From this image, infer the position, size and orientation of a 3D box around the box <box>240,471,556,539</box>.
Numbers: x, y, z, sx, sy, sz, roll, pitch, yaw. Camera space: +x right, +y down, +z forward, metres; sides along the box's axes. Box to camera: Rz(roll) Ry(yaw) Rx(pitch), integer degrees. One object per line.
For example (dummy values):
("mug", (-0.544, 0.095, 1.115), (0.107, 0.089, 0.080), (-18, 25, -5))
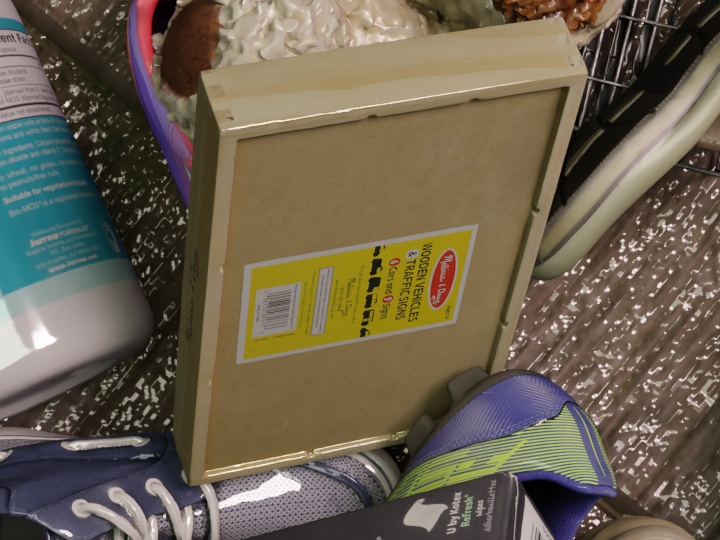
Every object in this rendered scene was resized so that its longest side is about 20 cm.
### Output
("box", (-0.016, 0.167, 0.671), (0.199, 0.106, 0.122), (-17, 124, 23))

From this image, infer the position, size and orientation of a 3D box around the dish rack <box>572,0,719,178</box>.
("dish rack", (0.166, -0.098, 0.777), (0.199, 0.055, 0.154), (15, 86, 6))

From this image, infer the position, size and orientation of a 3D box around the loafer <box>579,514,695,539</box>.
("loafer", (0.071, 0.174, 0.762), (0.076, 0.068, 0.200), (41, 106, -2))

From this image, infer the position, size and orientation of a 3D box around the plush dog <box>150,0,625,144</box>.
("plush dog", (0.035, -0.103, 0.711), (0.171, 0.200, 0.161), (-30, 119, 23))

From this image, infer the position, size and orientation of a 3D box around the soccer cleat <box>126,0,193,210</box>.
("soccer cleat", (-0.041, -0.028, 0.775), (0.068, 0.073, 0.201), (-25, 86, 1))

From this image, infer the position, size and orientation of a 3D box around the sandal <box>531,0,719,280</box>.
("sandal", (0.139, -0.063, 0.720), (0.201, 0.080, 0.057), (-44, 100, 8))

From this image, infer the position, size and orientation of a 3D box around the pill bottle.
("pill bottle", (-0.169, -0.041, 0.767), (0.110, 0.111, 0.201), (-26, 85, 2))

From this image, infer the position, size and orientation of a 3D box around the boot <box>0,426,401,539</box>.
("boot", (-0.084, 0.102, 0.756), (0.199, 0.090, 0.073), (-3, 102, 6))

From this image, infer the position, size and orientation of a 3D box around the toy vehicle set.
("toy vehicle set", (0.000, 0.000, 0.681), (0.124, 0.200, 0.027), (-10, 53, -17))

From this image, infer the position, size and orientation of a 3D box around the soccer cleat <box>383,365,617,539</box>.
("soccer cleat", (0.024, 0.128, 0.734), (0.200, 0.065, 0.084), (-56, 47, 21))
